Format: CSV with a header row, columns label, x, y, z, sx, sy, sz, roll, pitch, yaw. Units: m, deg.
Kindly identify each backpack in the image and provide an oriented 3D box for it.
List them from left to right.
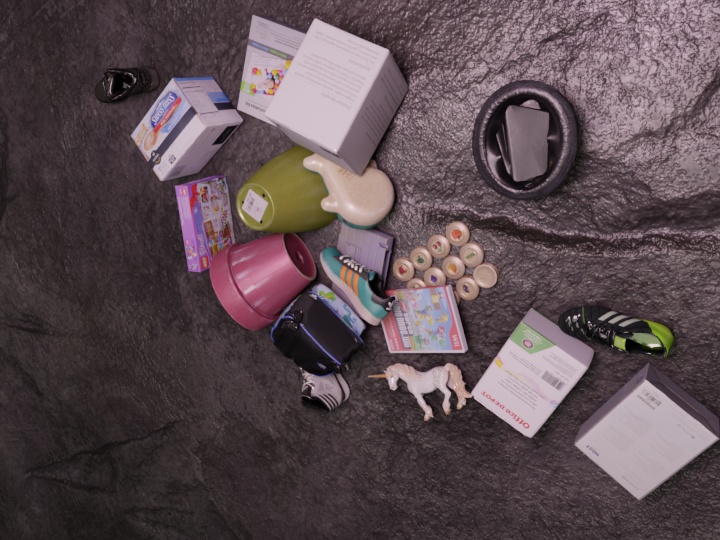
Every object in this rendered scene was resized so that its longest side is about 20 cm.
label,x,y,z,sx,sy,sz,roll,pitch,yaw
backpack,-0.092,0.139,1.402,0.183,0.147,0.200,43,150,-3

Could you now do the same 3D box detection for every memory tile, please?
label,x,y,z,sx,sy,sz,roll,pitch,yaw
memory tile,0.171,0.005,1.303,0.200,0.017,0.154,-35,89,33

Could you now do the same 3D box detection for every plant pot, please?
label,x,y,z,sx,sy,sz,roll,pitch,yaw
plant pot,-0.205,0.006,1.424,0.178,0.200,0.201,-30,91,18
plant pot,-0.162,-0.152,1.325,0.186,0.200,0.189,10,112,26

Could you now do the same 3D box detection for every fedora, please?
label,x,y,z,sx,sy,sz,roll,pitch,yaw
fedora,0.291,-0.228,1.107,0.199,0.091,0.202,10,112,26

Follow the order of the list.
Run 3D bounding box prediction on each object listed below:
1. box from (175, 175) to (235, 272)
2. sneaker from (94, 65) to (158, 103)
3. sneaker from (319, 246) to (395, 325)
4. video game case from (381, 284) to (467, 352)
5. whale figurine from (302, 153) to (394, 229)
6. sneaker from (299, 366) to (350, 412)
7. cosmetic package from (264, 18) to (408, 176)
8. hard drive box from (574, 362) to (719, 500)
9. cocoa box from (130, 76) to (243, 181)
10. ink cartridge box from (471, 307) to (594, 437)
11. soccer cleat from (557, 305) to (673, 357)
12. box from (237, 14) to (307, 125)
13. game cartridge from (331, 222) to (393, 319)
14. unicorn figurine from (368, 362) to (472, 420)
label,x,y,z,sx,sy,sz,roll,pitch,yaw
box,-0.358,-0.112,1.487,0.039,0.137,0.202,5,109,27
sneaker,-0.588,-0.442,1.516,0.198,0.114,0.077,0,106,31
sneaker,-0.002,0.014,1.323,0.200,0.071,0.080,50,116,18
video game case,0.123,0.106,1.344,0.199,0.017,0.144,-7,104,42
whale figurine,-0.026,-0.167,1.291,0.200,0.159,0.104,40,156,8
sneaker,-0.112,0.240,1.486,0.076,0.115,0.201,-37,87,34
cosmetic package,-0.040,-0.314,1.179,0.164,0.165,0.201,30,92,18
hard drive box,0.523,0.298,1.173,0.156,0.077,0.201,41,122,11
cocoa box,-0.392,-0.321,1.434,0.200,0.133,0.132,-38,86,33
ink cartridge box,0.332,0.200,1.241,0.144,0.084,0.201,35,120,14
soccer cleat,0.453,0.110,1.142,0.199,0.081,0.068,9,112,26
box,-0.173,-0.411,1.335,0.155,0.041,0.201,27,119,19
game cartridge,0.000,0.000,1.376,0.129,0.038,0.202,28,120,35
unicorn figurine,0.139,0.253,1.385,0.199,0.074,0.138,-24,85,19
